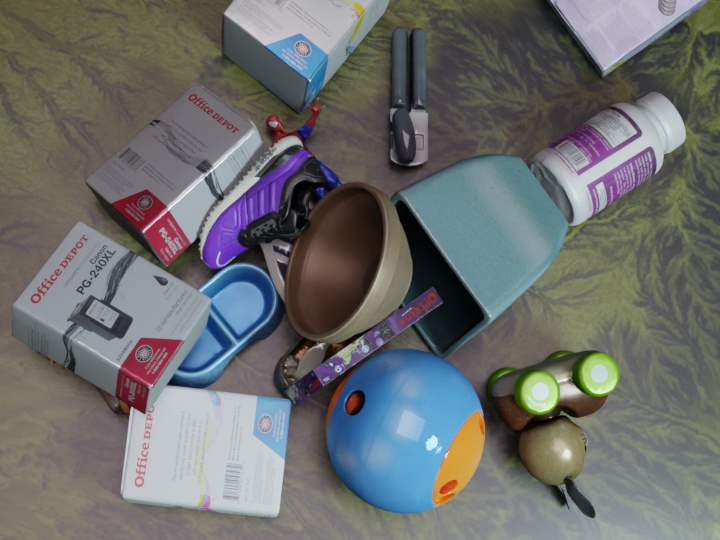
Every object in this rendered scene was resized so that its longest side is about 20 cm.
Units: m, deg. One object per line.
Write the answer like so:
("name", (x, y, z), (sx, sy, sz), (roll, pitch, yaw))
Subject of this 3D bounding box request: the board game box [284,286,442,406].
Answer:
("board game box", (0.004, 0.096, 1.641), (0.199, 0.120, 0.032), (-34, 90, -26))

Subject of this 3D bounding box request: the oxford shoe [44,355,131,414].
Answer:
("oxford shoe", (-0.358, 0.109, 1.671), (0.073, 0.071, 0.201), (-33, 73, -8))

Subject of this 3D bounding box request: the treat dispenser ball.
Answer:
("treat dispenser ball", (0.056, 0.199, 1.624), (0.198, 0.201, 0.203), (1, 78, -6))

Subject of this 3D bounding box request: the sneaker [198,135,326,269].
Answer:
("sneaker", (-0.119, -0.067, 1.656), (0.099, 0.069, 0.201), (44, 99, 23))

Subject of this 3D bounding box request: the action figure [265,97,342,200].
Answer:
("action figure", (-0.052, -0.142, 1.738), (0.065, 0.099, 0.200), (-37, 81, -34))

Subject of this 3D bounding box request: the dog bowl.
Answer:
("dog bowl", (-0.187, 0.067, 1.704), (0.200, 0.050, 0.112), (-40, 85, -13))

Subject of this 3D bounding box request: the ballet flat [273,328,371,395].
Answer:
("ballet flat", (-0.034, 0.085, 1.709), (0.067, 0.064, 0.200), (42, 77, -1))

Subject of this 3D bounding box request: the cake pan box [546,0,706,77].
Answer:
("cake pan box", (0.357, -0.405, 1.838), (0.184, 0.052, 0.201), (-36, 83, 3))

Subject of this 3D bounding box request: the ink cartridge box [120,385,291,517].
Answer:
("ink cartridge box", (-0.195, 0.228, 1.652), (0.198, 0.085, 0.146), (8, 76, -6))

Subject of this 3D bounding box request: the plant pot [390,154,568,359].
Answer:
("plant pot", (0.149, -0.039, 1.698), (0.199, 0.196, 0.196), (-34, 83, -24))

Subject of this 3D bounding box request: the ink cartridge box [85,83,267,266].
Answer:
("ink cartridge box", (-0.231, -0.126, 1.692), (0.200, 0.084, 0.145), (-43, 51, -12))

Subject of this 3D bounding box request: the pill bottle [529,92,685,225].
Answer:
("pill bottle", (0.338, -0.157, 1.776), (0.199, 0.112, 0.113), (-32, 83, -11))

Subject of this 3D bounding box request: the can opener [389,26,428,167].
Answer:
("can opener", (0.068, -0.241, 1.787), (0.053, 0.067, 0.202), (2, 78, -6))

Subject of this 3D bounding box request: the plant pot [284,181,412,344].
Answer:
("plant pot", (0.000, 0.000, 1.620), (0.092, 0.200, 0.203), (21, 74, -34))

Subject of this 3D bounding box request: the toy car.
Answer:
("toy car", (0.262, 0.213, 1.673), (0.156, 0.164, 0.202), (-15, 90, -9))

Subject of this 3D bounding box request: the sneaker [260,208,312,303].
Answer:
("sneaker", (-0.084, -0.033, 1.718), (0.084, 0.075, 0.202), (-23, 81, 4))

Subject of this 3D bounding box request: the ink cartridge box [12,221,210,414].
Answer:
("ink cartridge box", (-0.306, 0.056, 1.604), (0.199, 0.084, 0.146), (30, 59, 4))

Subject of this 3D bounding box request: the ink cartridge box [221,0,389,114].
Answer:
("ink cartridge box", (-0.070, -0.346, 1.754), (0.147, 0.145, 0.201), (38, 77, 2))
